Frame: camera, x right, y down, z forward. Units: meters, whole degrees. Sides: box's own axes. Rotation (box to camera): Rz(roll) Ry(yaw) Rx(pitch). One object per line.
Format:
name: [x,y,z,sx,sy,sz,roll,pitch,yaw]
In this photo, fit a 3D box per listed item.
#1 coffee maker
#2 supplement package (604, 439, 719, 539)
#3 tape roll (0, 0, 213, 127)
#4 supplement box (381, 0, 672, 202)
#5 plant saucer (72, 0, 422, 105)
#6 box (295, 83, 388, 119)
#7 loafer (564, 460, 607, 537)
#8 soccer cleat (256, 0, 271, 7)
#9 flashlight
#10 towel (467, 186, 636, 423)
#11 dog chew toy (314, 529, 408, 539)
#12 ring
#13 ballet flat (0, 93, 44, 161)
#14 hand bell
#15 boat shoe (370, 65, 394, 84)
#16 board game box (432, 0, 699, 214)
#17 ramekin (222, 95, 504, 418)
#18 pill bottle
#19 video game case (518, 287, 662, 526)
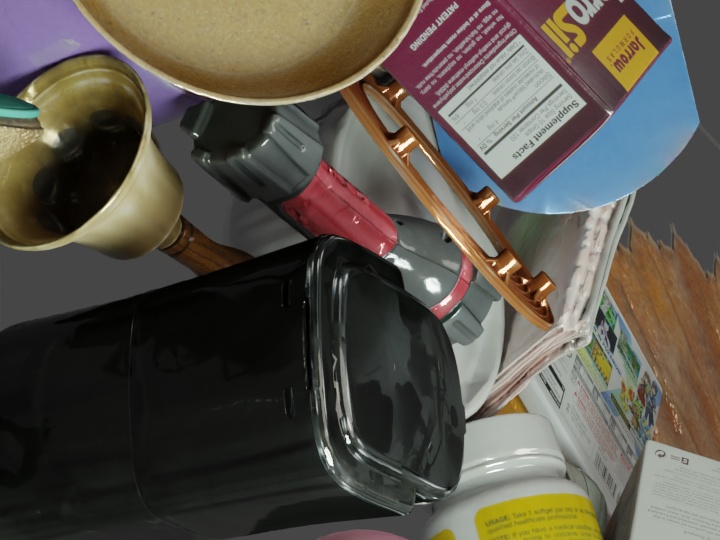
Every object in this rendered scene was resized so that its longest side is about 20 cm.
coffee maker: [-0.077,0.070,0.857,0.192,0.199,0.135,-13,87,-61]
supplement package: [0.235,0.256,1.310,0.200,0.151,0.151,-70,177,-46]
tape roll: [-0.131,-0.173,0.996,0.200,0.085,0.201,36,46,-49]
supplement box: [0.060,-0.152,1.034,0.200,0.086,0.110,45,39,-3]
plant saucer: [-0.063,-0.168,0.911,0.199,0.035,0.201,6,72,-21]
box: [0.031,-0.159,1.264,0.200,0.096,0.177,39,42,-48]
loafer: [0.124,0.208,1.287,0.070,0.070,0.200,49,32,-26]
soccer cleat: [-0.066,-0.186,0.965,0.073,0.068,0.201,5,76,-58]
flashlight: [-0.003,-0.027,0.975,0.200,0.068,0.068,40,18,-46]
towel: [0.117,0.003,1.235,0.032,0.191,0.201,29,55,-11]
dog chew toy: [0.020,0.226,1.043,0.200,0.124,0.125,52,35,-47]
ring: [0.046,-0.051,1.027,0.201,0.019,0.200,49,9,-10]
ballet flat: [-0.218,-0.056,0.827,0.200,0.070,0.066,6,99,-57]
hand bell: [-0.094,-0.016,0.973,0.200,0.104,0.105,40,44,-49]
boat shoe: [-0.047,-0.187,1.114,0.200,0.060,0.072,37,37,9]
board game box: [0.114,-0.135,1.165,0.039,0.157,0.201,-54,130,-87]
ramekin: [0.000,0.000,1.133,0.202,0.094,0.203,35,48,-49]
pill bottle: [0.101,0.198,1.177,0.114,0.114,0.201,25,45,-54]
video game case: [0.175,0.082,1.477,0.200,0.022,0.183,58,33,-27]
